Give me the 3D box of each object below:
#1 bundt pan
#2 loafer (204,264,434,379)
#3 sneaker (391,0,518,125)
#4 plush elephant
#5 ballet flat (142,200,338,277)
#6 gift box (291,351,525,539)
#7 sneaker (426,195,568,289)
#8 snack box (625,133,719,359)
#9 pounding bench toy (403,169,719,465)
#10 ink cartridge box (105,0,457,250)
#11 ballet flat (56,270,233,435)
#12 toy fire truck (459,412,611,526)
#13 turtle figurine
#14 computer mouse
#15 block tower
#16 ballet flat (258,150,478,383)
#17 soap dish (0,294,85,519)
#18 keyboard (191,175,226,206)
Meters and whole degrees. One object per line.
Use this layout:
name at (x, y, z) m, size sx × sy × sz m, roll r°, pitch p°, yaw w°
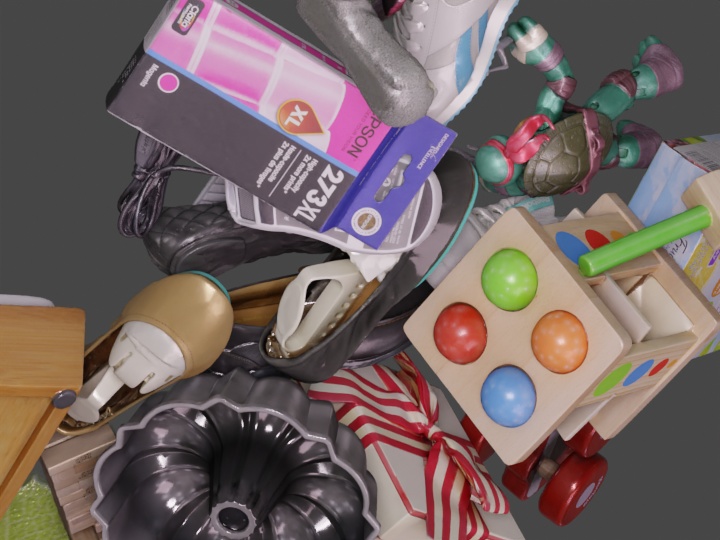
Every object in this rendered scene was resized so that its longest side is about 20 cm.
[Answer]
bundt pan at (-0.079, 0.149, 1.627) m, size 0.202 × 0.076 × 0.202 m, roll 6°, pitch 123°, yaw 10°
loafer at (-0.025, 0.028, 1.665) m, size 0.200 × 0.073 × 0.072 m, roll -20°, pitch 139°, yaw -18°
sneaker at (0.050, -0.171, 1.484) m, size 0.081 × 0.077 × 0.200 m, roll 11°, pitch 122°, yaw -33°
plush elephant at (0.023, -0.209, 1.351) m, size 0.155 × 0.200 × 0.165 m, roll -36°, pitch 154°, yaw -37°
ballet flat at (-0.052, -0.041, 1.574) m, size 0.200 × 0.057 × 0.067 m, roll -14°, pitch 142°, yaw -31°
gift box at (-0.002, 0.174, 1.760) m, size 0.187 × 0.185 × 0.200 m, roll -42°, pitch 150°, yaw 17°
sneaker at (0.096, -0.028, 1.673) m, size 0.088 × 0.075 × 0.200 m, roll -39°, pitch 159°, yaw 21°
snack box at (0.245, -0.015, 1.737) m, size 0.200 × 0.068 × 0.169 m, roll -14°, pitch 135°, yaw -60°
pounding bench toy at (0.154, 0.013, 1.580) m, size 0.156 × 0.124 × 0.200 m, roll -8°, pitch 145°, yaw -54°
ink cartridge box at (-0.046, -0.090, 1.443) m, size 0.200 × 0.037 × 0.095 m, roll 29°, pitch 109°, yaw -18°
ballet flat at (-0.148, 0.063, 1.557) m, size 0.200 × 0.069 × 0.063 m, roll -37°, pitch -167°, yaw 52°
toy fire truck at (0.172, 0.091, 1.874) m, size 0.168 × 0.112 × 0.200 m, roll -38°, pitch 154°, yaw -40°
turtle figurine at (0.128, -0.095, 1.610) m, size 0.200 × 0.101 × 0.150 m, roll -14°, pitch 147°, yaw -35°
computer mouse at (-0.048, -0.056, 1.499) m, size 0.200 × 0.044 × 0.110 m, roll 12°, pitch 105°, yaw -12°
block tower at (-0.193, 0.168, 1.722) m, size 0.058 × 0.054 × 0.200 m, roll -22°, pitch 144°, yaw -12°
ballet flat at (0.000, 0.000, 1.564) m, size 0.068 × 0.068 × 0.200 m, roll 12°, pitch 124°, yaw -44°
soap dish at (-0.281, 0.104, 1.555) m, size 0.157 × 0.081 × 0.200 m, roll 4°, pitch 133°, yaw -40°
keyboard at (-0.023, -0.053, 1.618) m, size 0.200 × 0.011 × 0.056 m, roll 3°, pitch 132°, yaw -39°
